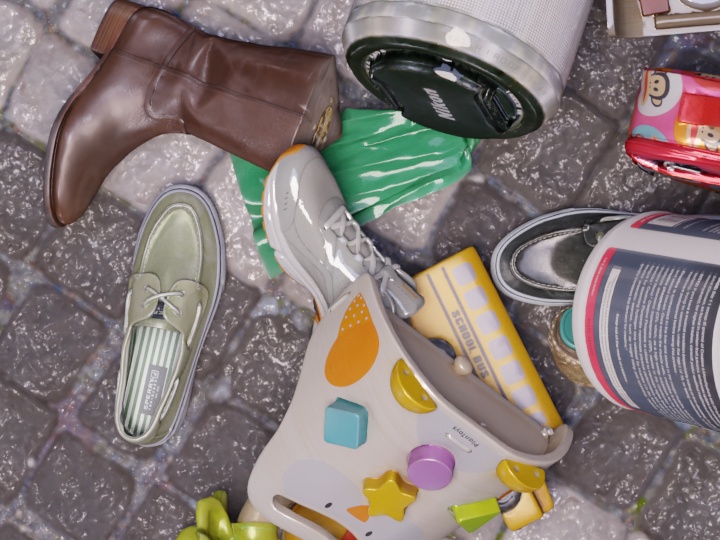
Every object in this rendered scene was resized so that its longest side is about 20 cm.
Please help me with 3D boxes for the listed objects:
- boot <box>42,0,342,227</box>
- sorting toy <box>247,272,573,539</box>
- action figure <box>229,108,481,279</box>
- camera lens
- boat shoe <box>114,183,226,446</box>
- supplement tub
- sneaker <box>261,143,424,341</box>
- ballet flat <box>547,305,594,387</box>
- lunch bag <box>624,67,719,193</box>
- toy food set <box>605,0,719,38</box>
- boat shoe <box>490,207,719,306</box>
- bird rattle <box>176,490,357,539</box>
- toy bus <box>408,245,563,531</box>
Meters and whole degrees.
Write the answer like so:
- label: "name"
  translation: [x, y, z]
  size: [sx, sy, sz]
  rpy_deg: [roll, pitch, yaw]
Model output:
- label: "boot"
  translation: [-0.121, -0.093, 1.351]
  size: [0.199, 0.064, 0.188]
  rpy_deg: [19, 91, 16]
- label: "sorting toy"
  translation: [0.020, 0.137, 1.277]
  size: [0.200, 0.107, 0.180]
  rpy_deg: [37, 117, -20]
- label: "action figure"
  translation: [0.009, -0.081, 1.371]
  size: [0.198, 0.055, 0.119]
  rpy_deg: [-18, 89, 7]
- label: "camera lens"
  translation: [0.085, -0.205, 1.286]
  size: [0.159, 0.160, 0.201]
  rpy_deg: [19, 75, 2]
- label: "boat shoe"
  translation: [-0.143, 0.035, 1.378]
  size: [0.071, 0.062, 0.202]
  rpy_deg: [8, 91, 3]
- label: "supplement tub"
  translation: [0.251, 0.039, 1.215]
  size: [0.139, 0.199, 0.142]
  rpy_deg: [-6, 101, -35]
- label: "sneaker"
  translation: [0.000, 0.000, 1.308]
  size: [0.091, 0.076, 0.201]
  rpy_deg: [-2, 118, 38]
- label: "ballet flat"
  translation: [0.237, 0.067, 1.361]
  size: [0.198, 0.065, 0.071]
  rpy_deg: [13, 60, 6]
- label: "lunch bag"
  translation: [0.287, -0.091, 1.286]
  size: [0.198, 0.176, 0.083]
  rpy_deg: [13, 90, 12]
- label: "toy food set"
  translation: [0.275, -0.251, 1.348]
  size: [0.198, 0.060, 0.145]
  rpy_deg: [-4, 91, 4]
- label: "boat shoe"
  translation: [0.194, -0.014, 1.354]
  size: [0.198, 0.071, 0.073]
  rpy_deg: [-8, 91, 3]
- label: "bird rattle"
  translation: [-0.034, 0.221, 1.357]
  size: [0.199, 0.113, 0.164]
  rpy_deg: [37, 77, -2]
- label: "toy bus"
  translation: [0.095, 0.088, 1.367]
  size: [0.078, 0.065, 0.201]
  rpy_deg: [-27, 90, 2]
